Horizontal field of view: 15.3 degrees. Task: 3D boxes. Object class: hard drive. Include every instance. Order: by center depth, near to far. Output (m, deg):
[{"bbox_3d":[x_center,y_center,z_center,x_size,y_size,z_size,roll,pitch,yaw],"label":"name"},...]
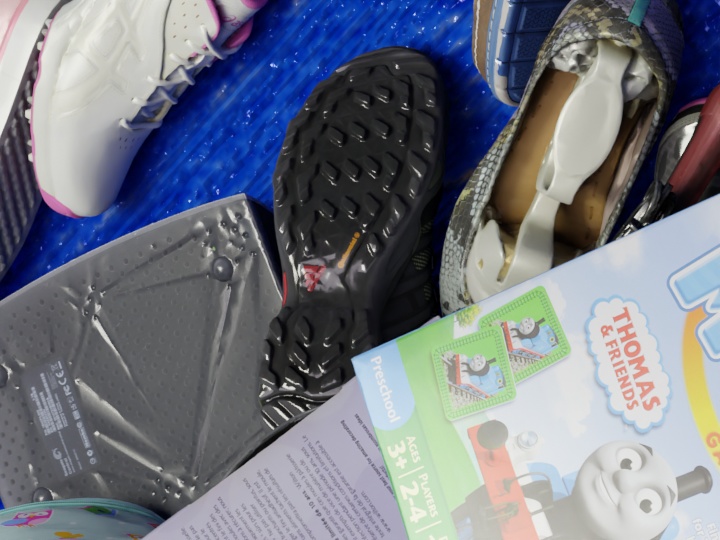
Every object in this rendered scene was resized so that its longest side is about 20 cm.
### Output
[{"bbox_3d":[-0.102,0.054,1.294,0.199,0.042,0.136,-25,84,31],"label":"hard drive"}]

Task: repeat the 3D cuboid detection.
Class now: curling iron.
[{"bbox_3d":[0.157,-0.069,1.093,0.025,0.050,0.201,36,81,-1],"label":"curling iron"}]

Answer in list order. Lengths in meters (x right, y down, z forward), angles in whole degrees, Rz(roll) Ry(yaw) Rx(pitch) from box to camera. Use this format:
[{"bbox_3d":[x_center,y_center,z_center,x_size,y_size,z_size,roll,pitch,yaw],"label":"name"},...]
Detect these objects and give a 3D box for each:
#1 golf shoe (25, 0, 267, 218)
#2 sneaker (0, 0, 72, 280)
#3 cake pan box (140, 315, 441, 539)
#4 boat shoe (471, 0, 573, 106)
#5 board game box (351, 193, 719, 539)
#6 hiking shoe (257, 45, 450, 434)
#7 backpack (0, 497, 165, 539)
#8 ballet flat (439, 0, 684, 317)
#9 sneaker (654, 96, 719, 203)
[{"bbox_3d":[-0.096,-0.111,1.255,0.091,0.075,0.201,24,109,22],"label":"golf shoe"},{"bbox_3d":[-0.209,-0.066,1.316,0.104,0.075,0.201,27,95,24],"label":"sneaker"},{"bbox_3d":[0.014,0.145,1.080,0.184,0.052,0.200,-37,70,-2],"label":"cake pan box"},{"bbox_3d":[0.080,-0.172,1.152,0.072,0.072,0.201,32,116,42],"label":"boat shoe"},{"bbox_3d":[0.109,0.066,1.016,0.199,0.037,0.152,-24,70,17],"label":"board game box"},{"bbox_3d":[0.000,0.000,1.207,0.075,0.101,0.201,9,72,15],"label":"hiking shoe"},{"bbox_3d":[-0.137,0.205,1.245,0.153,0.174,0.202,-137,45,-64],"label":"backpack"},{"bbox_3d":[0.080,-0.031,1.148,0.072,0.072,0.201,33,118,23],"label":"ballet flat"},{"bbox_3d":[0.153,0.028,1.117,0.073,0.087,0.202,-5,91,31],"label":"sneaker"}]
